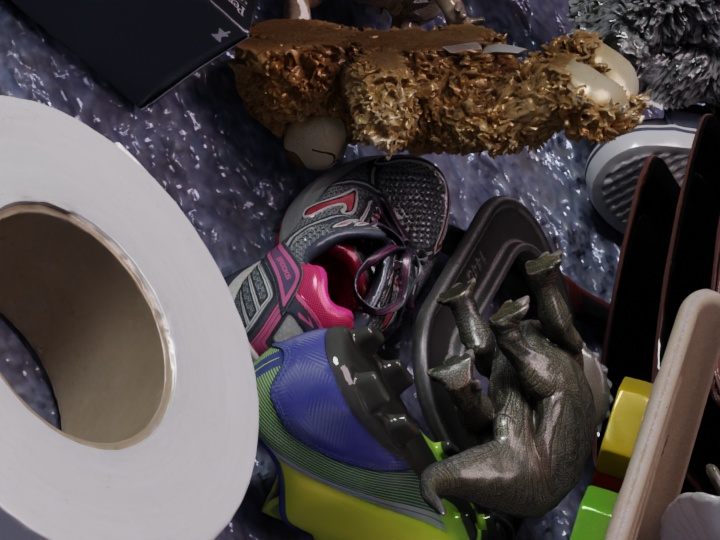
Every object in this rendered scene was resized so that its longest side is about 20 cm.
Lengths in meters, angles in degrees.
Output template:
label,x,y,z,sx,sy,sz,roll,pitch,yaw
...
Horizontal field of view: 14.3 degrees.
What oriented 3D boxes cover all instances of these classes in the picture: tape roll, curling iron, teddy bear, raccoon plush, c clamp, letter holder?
label,x,y,z,sx,sy,sz,roll,pitch,yaw
tape roll,-0.133,0.035,1.125,0.202,0.071,0.203,31,43,-34
curling iron,0.098,0.000,1.478,0.199,0.025,0.050,14,77,-44
teddy bear,0.038,-0.077,1.335,0.145,0.199,0.067,-104,-167,-72
raccoon plush,0.205,-0.158,1.541,0.199,0.134,0.097,15,38,-33
c clamp,0.074,0.066,1.386,0.171,0.027,0.200,58,35,-26
letter holder,0.175,0.014,1.445,0.142,0.100,0.201,49,44,-41

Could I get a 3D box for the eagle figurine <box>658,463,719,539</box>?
label,x,y,z,sx,sy,sz,roll,pitch,yaw
eagle figurine,0.203,0.193,1.303,0.150,0.152,0.201,5,74,-1

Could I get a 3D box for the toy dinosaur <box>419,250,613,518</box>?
label,x,y,z,sx,sy,sz,roll,pitch,yaw
toy dinosaur,0.073,0.060,1.243,0.103,0.077,0.200,61,16,-20

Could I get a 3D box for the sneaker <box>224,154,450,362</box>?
label,x,y,z,sx,sy,sz,roll,pitch,yaw
sneaker,0.000,0.000,1.316,0.081,0.075,0.200,53,34,-8

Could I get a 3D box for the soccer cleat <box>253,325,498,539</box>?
label,x,y,z,sx,sy,sz,roll,pitch,yaw
soccer cleat,0.004,0.103,1.256,0.065,0.083,0.201,-93,158,-50

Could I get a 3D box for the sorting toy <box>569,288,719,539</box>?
label,x,y,z,sx,sy,sz,roll,pitch,yaw
sorting toy,0.108,0.129,1.283,0.036,0.186,0.200,19,43,11

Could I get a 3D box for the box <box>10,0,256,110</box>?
label,x,y,z,sx,sy,sz,roll,pitch,yaw
box,-0.134,-0.192,1.289,0.200,0.079,0.142,40,35,-26

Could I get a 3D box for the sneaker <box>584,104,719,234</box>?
label,x,y,z,sx,sy,sz,roll,pitch,yaw
sneaker,0.196,-0.056,1.604,0.199,0.078,0.080,14,40,-36

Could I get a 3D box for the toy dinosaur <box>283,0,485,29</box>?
label,x,y,z,sx,sy,sz,roll,pitch,yaw
toy dinosaur,0.005,-0.168,1.438,0.199,0.086,0.136,15,54,-45
